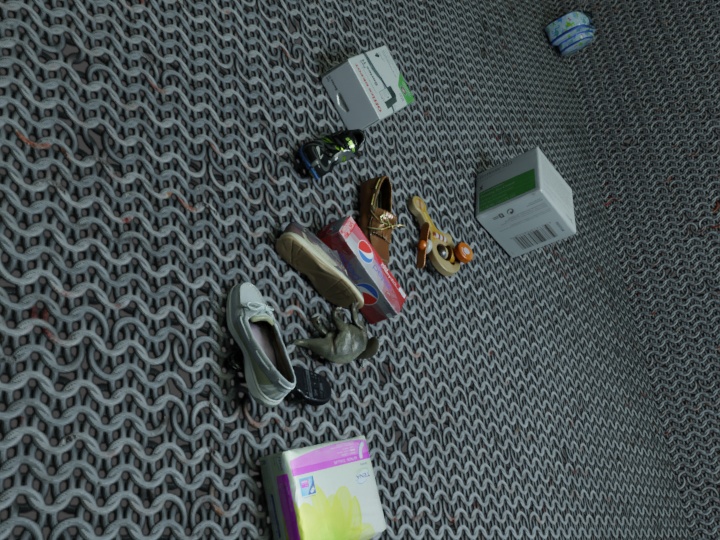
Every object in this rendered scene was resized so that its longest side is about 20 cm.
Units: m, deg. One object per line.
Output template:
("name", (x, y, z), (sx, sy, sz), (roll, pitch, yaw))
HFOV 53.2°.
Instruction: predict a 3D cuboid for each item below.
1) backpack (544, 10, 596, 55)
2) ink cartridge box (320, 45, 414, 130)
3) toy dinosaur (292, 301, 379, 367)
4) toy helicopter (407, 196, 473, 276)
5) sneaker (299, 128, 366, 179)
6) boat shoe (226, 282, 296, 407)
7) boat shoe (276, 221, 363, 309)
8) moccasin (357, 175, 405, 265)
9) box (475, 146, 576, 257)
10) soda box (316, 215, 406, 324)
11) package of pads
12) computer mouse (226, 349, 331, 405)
("backpack", (0.904, -1.022, 3.094), (0.200, 0.183, 0.148), (-11, 79, -51))
("ink cartridge box", (0.019, -0.397, 1.574), (0.147, 0.083, 0.200), (60, 35, -10))
("toy dinosaur", (-0.029, 0.116, 1.216), (0.200, 0.077, 0.103), (-4, 68, -58))
("toy helicopter", (0.155, -0.076, 1.609), (0.132, 0.079, 0.201), (-13, 71, -47))
("sneaker", (-0.051, -0.235, 1.383), (0.071, 0.082, 0.200), (60, 34, -10))
("boat shoe", (-0.142, 0.098, 1.052), (0.074, 0.065, 0.203), (18, 42, -43))
("boat shoe", (-0.061, -0.009, 1.249), (0.200, 0.072, 0.065), (41, 46, -25))
("moccasin", (0.042, -0.100, 1.438), (0.074, 0.078, 0.202), (36, 45, -38))
("box", (0.443, -0.180, 1.938), (0.200, 0.198, 0.172), (41, 41, -33))
("soda box", (0.000, 0.000, 1.328), (0.200, 0.070, 0.063), (55, 36, -19))
("package of pads", (-0.050, 0.336, 1.063), (0.200, 0.068, 0.155), (5, 67, -53))
("computer mouse", (-0.124, 0.166, 1.100), (0.200, 0.034, 0.059), (28, 36, -35))
